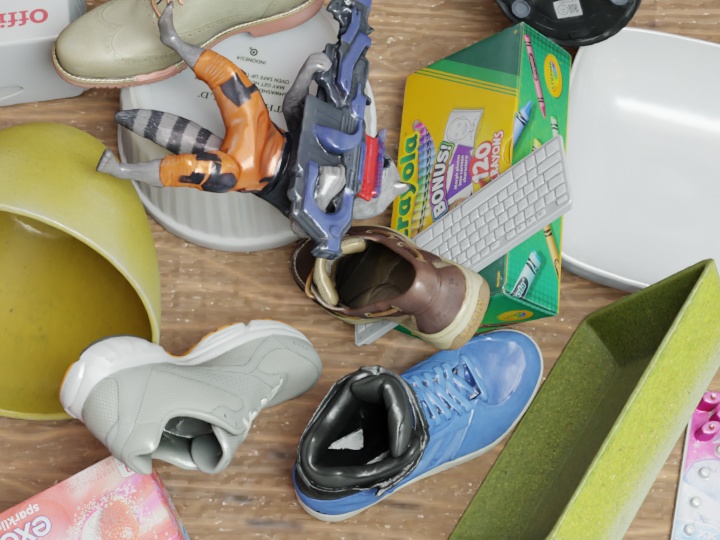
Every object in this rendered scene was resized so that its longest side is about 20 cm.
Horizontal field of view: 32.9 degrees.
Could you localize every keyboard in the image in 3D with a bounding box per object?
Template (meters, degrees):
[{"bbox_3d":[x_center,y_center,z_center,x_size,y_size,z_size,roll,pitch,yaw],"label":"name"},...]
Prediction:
[{"bbox_3d":[0.062,-0.016,0.805,0.011,0.200,0.057,21,47,-37],"label":"keyboard"}]

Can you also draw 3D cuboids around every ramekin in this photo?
[{"bbox_3d":[-0.086,-0.123,0.898,0.200,0.094,0.204,0,69,-1],"label":"ramekin"}]

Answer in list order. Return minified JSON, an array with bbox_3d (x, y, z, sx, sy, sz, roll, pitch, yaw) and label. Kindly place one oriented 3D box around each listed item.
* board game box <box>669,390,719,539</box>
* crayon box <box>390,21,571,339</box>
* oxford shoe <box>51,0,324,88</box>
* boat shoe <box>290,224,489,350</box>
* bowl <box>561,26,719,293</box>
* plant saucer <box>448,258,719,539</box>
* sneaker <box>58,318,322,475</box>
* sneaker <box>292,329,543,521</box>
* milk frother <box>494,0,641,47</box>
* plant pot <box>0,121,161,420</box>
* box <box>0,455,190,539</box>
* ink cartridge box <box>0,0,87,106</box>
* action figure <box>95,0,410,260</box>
[{"bbox_3d":[0.310,0.195,0.818,0.198,0.026,0.202,13,70,5],"label":"board game box"},{"bbox_3d":[0.082,-0.059,0.859,0.058,0.118,0.202,22,64,-36],"label":"crayon box"},{"bbox_3d":[-0.120,-0.187,0.831,0.199,0.074,0.071,-25,71,-9],"label":"oxford shoe"},{"bbox_3d":[0.000,0.000,0.807,0.072,0.200,0.073,25,89,-34],"label":"boat shoe"},{"bbox_3d":[0.233,-0.064,0.889,0.198,0.075,0.202,13,69,5],"label":"bowl"},{"bbox_3d":[0.149,0.103,0.767,0.048,0.200,0.200,36,73,-3],"label":"plant saucer"},{"bbox_3d":[-0.092,0.090,0.784,0.199,0.076,0.092,-6,44,-46],"label":"sneaker"},{"bbox_3d":[0.043,0.093,0.809,0.199,0.111,0.077,-28,72,-11],"label":"sneaker"},{"bbox_3d":[0.146,-0.302,0.889,0.179,0.201,0.189,13,44,20],"label":"milk frother"},{"bbox_3d":[-0.222,-0.018,0.823,0.198,0.201,0.143,4,45,1],"label":"plant pot"},{"bbox_3d":[-0.204,0.208,0.772,0.199,0.095,0.103,-26,72,-10],"label":"box"},{"bbox_3d":[-0.293,-0.235,0.943,0.144,0.084,0.202,-8,70,-4],"label":"ink cartridge box"},{"bbox_3d":[-0.055,-0.098,0.801,0.192,0.105,0.201,24,60,-16],"label":"action figure"}]
